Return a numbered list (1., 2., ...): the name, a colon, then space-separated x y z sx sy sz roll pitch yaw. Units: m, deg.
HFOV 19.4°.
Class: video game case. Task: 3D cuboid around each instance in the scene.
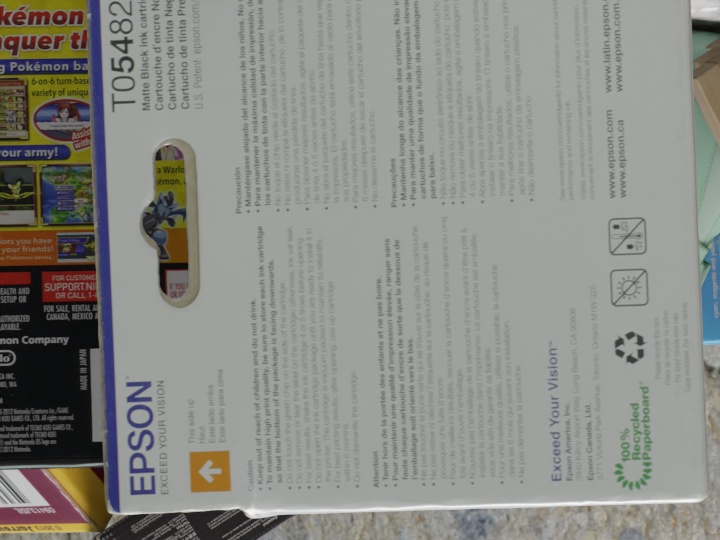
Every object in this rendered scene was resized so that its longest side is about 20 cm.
1. video game case: -0.118 -0.018 0.774 0.200 0.181 0.026 -1 -175 -3

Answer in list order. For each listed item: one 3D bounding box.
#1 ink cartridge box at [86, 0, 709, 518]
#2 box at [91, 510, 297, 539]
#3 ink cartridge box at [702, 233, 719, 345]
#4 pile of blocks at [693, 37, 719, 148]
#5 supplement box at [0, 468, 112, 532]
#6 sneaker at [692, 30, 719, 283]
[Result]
1. ink cartridge box: 0.012 -0.019 0.702 0.200 0.200 0.041 -1 180 5
2. box: -0.041 0.102 1.039 0.200 0.044 0.160 -32 176 -15
3. ink cartridge box: 0.100 0.013 1.190 0.200 0.068 0.115 -2 177 -6
4. pile of blocks: 0.207 -0.034 0.871 0.200 0.082 0.062 35 180 -17
5. supplement box: -0.160 0.025 1.055 0.131 0.200 0.103 -7 132 35
6. sneaker: 0.152 -0.009 0.933 0.118 0.201 0.074 -6 -156 -20
